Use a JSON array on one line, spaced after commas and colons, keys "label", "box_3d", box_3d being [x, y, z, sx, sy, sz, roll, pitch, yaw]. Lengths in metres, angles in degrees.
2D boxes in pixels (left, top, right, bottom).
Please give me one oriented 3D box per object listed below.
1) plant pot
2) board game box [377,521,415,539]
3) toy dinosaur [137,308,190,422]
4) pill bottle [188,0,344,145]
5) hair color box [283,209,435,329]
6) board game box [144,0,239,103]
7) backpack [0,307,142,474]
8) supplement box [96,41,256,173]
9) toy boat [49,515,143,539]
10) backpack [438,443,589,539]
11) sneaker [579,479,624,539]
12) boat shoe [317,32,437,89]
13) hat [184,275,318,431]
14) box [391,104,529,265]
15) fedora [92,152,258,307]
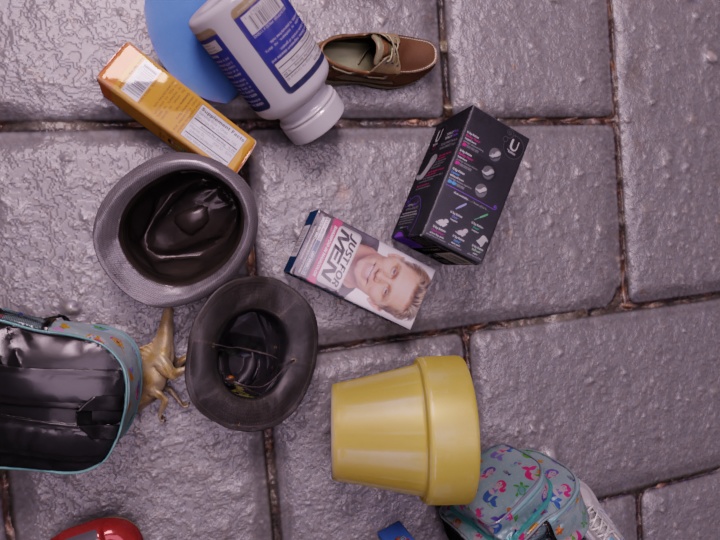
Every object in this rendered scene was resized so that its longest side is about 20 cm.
[{"label": "plant pot", "box_3d": [0.052, 0.221, 0.773, 0.187, 0.201, 0.202, 0, 92, -2]}, {"label": "board game box", "box_3d": [0.097, 0.497, 0.807, 0.045, 0.152, 0.201, -20, 98, -17]}, {"label": "toy dinosaur", "box_3d": [-0.259, 0.124, 0.730, 0.101, 0.058, 0.201, 21, 85, -16]}, {"label": "pill bottle", "box_3d": [-0.111, -0.269, 0.716, 0.120, 0.120, 0.200, -47, 125, -11]}, {"label": "hair color box", "box_3d": [0.000, 0.000, 0.808, 0.199, 0.060, 0.101, 26, 84, -17]}, {"label": "board game box", "box_3d": [-0.192, -0.327, 0.743, 0.200, 0.039, 0.158, -47, 124, -19]}, {"label": "backpack", "box_3d": [-0.360, 0.139, 0.645, 0.198, 0.153, 0.177, 10, 89, -3]}, {"label": "supplement box", "box_3d": [-0.236, -0.199, 0.723, 0.200, 0.066, 0.069, 39, 77, -16]}, {"label": "toy boat", "box_3d": [-0.323, 0.421, 0.679, 0.130, 0.131, 0.201, -15, 96, -16]}, {"label": "backpack", "box_3d": [0.233, 0.358, 0.835, 0.199, 0.177, 0.152, -24, 104, -20]}, {"label": "sneaker", "box_3d": [0.406, 0.439, 0.940, 0.075, 0.087, 0.201, -38, 101, -12]}, {"label": "boat shoe", "box_3d": [0.023, -0.306, 0.798, 0.199, 0.074, 0.076, -12, 95, -17]}, {"label": "hat", "box_3d": [-0.151, 0.108, 0.747, 0.199, 0.081, 0.202, 1, 88, -30]}, {"label": "box", "box_3d": [0.145, -0.119, 0.818, 0.106, 0.122, 0.201, 24, 85, -17]}, {"label": "fedora", "box_3d": [-0.230, -0.056, 0.713, 0.200, 0.090, 0.177, -43, 105, -2]}]
